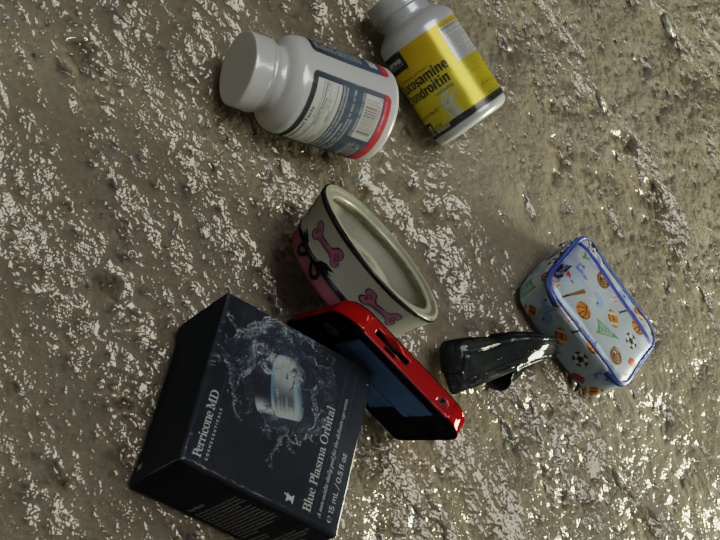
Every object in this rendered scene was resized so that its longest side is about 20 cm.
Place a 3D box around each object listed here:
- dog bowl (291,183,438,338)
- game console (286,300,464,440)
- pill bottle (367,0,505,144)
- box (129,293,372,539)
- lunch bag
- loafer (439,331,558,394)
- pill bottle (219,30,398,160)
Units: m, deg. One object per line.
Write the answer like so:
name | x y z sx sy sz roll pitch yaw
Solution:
dog bowl | 0.000 0.000 1.616 0.200 0.074 0.201 47 15 -16
game console | 0.015 0.117 1.563 0.200 0.176 0.031 47 64 -12
pill bottle | 0.096 -0.277 1.844 0.112 0.112 0.201 -36 94 -42
box | -0.111 0.166 1.477 0.199 0.117 0.199 30 55 -24
lunch bag | 0.309 0.056 1.893 0.201 0.075 0.160 55 46 -6
loafer | 0.176 0.116 1.768 0.199 0.068 0.072 -5 92 -42
pill bottle | -0.064 -0.215 1.684 0.198 0.119 0.121 16 61 -33
